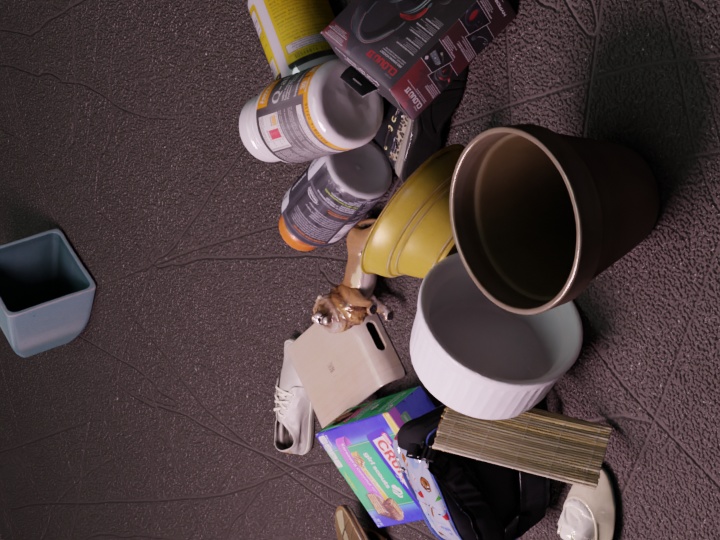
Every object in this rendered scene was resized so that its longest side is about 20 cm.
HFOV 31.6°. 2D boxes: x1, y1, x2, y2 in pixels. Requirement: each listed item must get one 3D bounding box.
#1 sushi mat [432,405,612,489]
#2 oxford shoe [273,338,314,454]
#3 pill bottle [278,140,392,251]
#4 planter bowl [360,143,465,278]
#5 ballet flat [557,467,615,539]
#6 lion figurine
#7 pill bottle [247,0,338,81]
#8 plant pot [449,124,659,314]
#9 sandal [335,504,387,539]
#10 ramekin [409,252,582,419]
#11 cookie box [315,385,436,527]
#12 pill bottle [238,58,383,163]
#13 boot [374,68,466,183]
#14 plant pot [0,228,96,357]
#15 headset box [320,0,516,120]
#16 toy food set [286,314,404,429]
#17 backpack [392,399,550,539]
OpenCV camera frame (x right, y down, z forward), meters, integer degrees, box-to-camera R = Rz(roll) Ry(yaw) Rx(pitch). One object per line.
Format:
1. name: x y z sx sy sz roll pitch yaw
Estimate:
1. sushi mat: 0.191 0.196 1.502 0.199 0.096 0.012 13 139 12
2. oxford shoe: -0.111 0.208 2.045 0.075 0.058 0.201 25 119 51
3. pill bottle: -0.045 -0.101 1.806 0.200 0.106 0.107 -43 66 51
4. planter bowl: 0.096 -0.051 1.572 0.083 0.200 0.201 39 133 17
5. ballet flat: 0.269 0.334 1.548 0.069 0.069 0.201 20 117 50
6. lion figurine: 0.000 0.000 1.800 0.122 0.072 0.201 23 97 47
7. pill bottle: -0.093 -0.351 1.785 0.111 0.111 0.201 -35 73 53
8. plant pot: 0.225 -0.066 1.381 0.200 0.173 0.201 22 118 50
9. sandal: 0.028 0.440 1.939 0.200 0.054 0.080 52 146 8
10. ramekin: 0.155 0.080 1.516 0.201 0.200 0.098 55 147 27
11. cookie box: 0.054 0.263 1.776 0.171 0.075 0.200 56 145 -5
12. pill bottle: -0.070 -0.204 1.676 0.200 0.116 0.117 -7 95 52
13. boot: 0.054 -0.235 1.654 0.154 0.073 0.204 49 135 38
14. plant pot: -0.691 0.068 2.703 0.196 0.196 0.200 51 146 31
15. headset box: 0.061 -0.287 1.524 0.200 0.075 0.149 -45 53 1
16. toy food set: -0.022 0.140 1.908 0.200 0.060 0.144 -43 66 42
17. backpack: 0.142 0.254 1.603 0.154 0.199 0.191 -5 107 66
